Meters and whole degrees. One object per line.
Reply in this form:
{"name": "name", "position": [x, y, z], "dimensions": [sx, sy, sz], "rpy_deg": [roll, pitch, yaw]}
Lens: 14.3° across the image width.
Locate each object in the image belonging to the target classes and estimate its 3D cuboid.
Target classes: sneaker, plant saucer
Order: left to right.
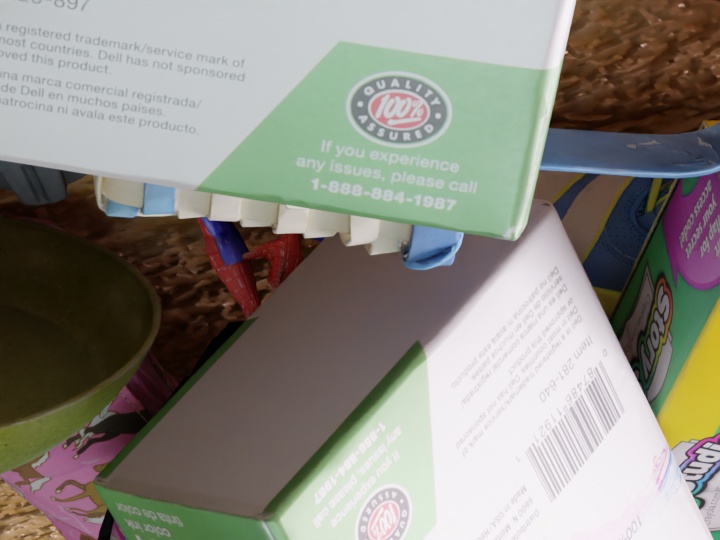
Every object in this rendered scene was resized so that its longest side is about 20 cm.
{"name": "plant saucer", "position": [-0.162, 0.028, 0.907], "dimensions": [0.199, 0.200, 0.031], "rpy_deg": [-1, 112, -7]}
{"name": "sneaker", "position": [0.128, -0.025, 0.981], "dimensions": [0.199, 0.076, 0.105], "rpy_deg": [17, 128, -38]}

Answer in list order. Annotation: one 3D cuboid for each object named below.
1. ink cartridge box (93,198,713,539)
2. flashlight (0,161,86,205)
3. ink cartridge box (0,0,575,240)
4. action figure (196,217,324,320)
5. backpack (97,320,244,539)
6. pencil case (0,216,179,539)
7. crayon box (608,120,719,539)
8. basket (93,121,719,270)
{"name": "ink cartridge box", "position": [0.030, 0.098, 0.890], "dimensions": [0.084, 0.145, 0.201], "rpy_deg": [6, 133, 46]}
{"name": "flashlight", "position": [-0.114, -0.099, 0.815], "dimensions": [0.068, 0.068, 0.200], "rpy_deg": [22, 156, 24]}
{"name": "ink cartridge box", "position": [-0.017, -0.121, 0.611], "dimensions": [0.144, 0.088, 0.201], "rpy_deg": [9, 124, -2]}
{"name": "action figure", "position": [0.000, 0.000, 0.968], "dimensions": [0.199, 0.099, 0.065], "rpy_deg": [21, 139, -33]}
{"name": "backpack", "position": [0.005, 0.098, 1.031], "dimensions": [0.126, 0.168, 0.200], "rpy_deg": [22, 174, 38]}
{"name": "pencil case", "position": [-0.096, 0.058, 1.064], "dimensions": [0.083, 0.087, 0.200], "rpy_deg": [-38, 146, -3]}
{"name": "crayon box", "position": [0.170, 0.027, 0.936], "dimensions": [0.171, 0.059, 0.200], "rpy_deg": [0, 147, -13]}
{"name": "basket", "position": [0.023, -0.091, 0.765], "dimensions": [0.199, 0.140, 0.177], "rpy_deg": [3, 137, -5]}
